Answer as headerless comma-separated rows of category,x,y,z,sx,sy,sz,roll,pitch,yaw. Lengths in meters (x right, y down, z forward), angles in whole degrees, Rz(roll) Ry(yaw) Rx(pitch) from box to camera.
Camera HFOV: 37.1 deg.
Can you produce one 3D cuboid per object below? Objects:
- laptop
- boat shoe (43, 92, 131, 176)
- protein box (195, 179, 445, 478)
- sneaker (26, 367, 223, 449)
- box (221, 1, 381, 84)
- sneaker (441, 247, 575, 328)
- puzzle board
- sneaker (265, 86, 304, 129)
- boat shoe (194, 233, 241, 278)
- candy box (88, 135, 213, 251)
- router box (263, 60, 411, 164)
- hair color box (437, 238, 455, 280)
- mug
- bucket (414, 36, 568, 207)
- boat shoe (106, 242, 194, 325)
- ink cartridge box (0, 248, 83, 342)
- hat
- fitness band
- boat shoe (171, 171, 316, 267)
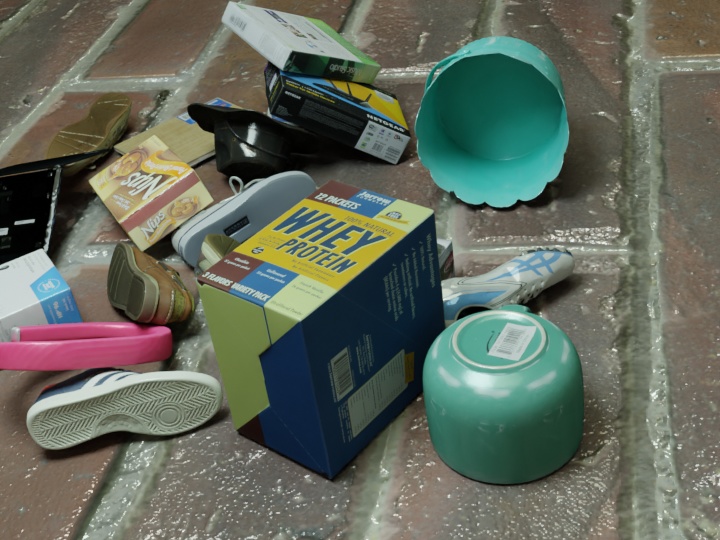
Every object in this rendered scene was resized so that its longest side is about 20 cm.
laptop,-0.458,-0.089,1.481,0.177,0.103,0.200,-7,68,23
boat shoe,-0.410,-0.198,1.645,0.073,0.063,0.200,21,46,14
protein box,-0.028,0.053,1.064,0.135,0.199,0.200,20,43,35
sneaker,-0.244,0.128,1.122,0.200,0.075,0.085,-6,25,-4
box,-0.082,-0.325,1.539,0.144,0.036,0.200,43,28,29
sneaker,0.157,0.028,1.184,0.200,0.072,0.073,-19,69,-24
puzzle board,-0.256,-0.204,1.647,0.200,0.017,0.151,-31,39,-29
sneaker,-0.106,-0.281,1.654,0.076,0.077,0.200,6,37,-12
boat shoe,-0.127,0.041,1.225,0.072,0.066,0.201,-2,42,-46
candy box,-0.283,-0.107,1.431,0.115,0.055,0.200,-37,32,-8
router box,-0.036,-0.237,1.523,0.200,0.051,0.149,19,28,-21
hair color box,0.000,0.000,1.255,0.200,0.061,0.099,10,39,24
mug,0.130,0.100,1.033,0.152,0.114,0.185,-17,36,-11
bucket,0.172,-0.198,1.381,0.207,0.207,0.135,-1,26,12
boat shoe,-0.255,0.022,1.289,0.068,0.072,0.200,11,15,-28
ink cartridge box,-0.444,0.061,1.266,0.200,0.068,0.116,-26,37,-21
hat,-0.155,-0.166,1.500,0.200,0.201,0.081,11,83,27
fitness band,-0.302,0.081,1.158,0.200,0.037,0.144,-3,3,-36
boat shoe,-0.158,-0.077,1.402,0.202,0.075,0.086,-34,37,-16
